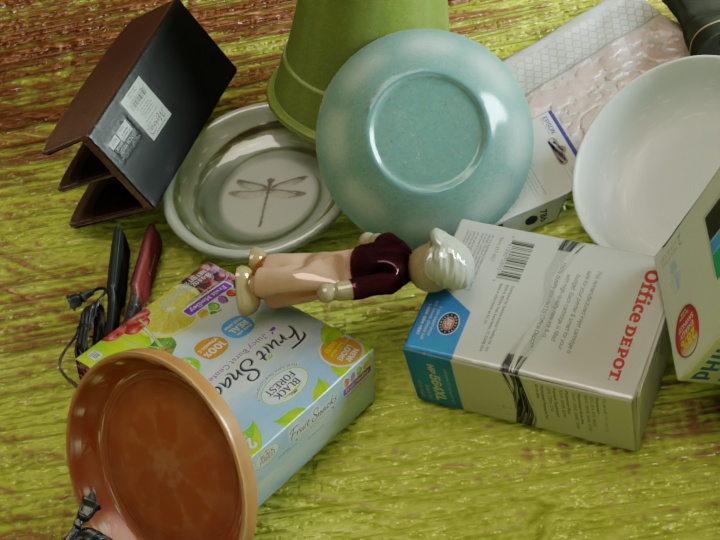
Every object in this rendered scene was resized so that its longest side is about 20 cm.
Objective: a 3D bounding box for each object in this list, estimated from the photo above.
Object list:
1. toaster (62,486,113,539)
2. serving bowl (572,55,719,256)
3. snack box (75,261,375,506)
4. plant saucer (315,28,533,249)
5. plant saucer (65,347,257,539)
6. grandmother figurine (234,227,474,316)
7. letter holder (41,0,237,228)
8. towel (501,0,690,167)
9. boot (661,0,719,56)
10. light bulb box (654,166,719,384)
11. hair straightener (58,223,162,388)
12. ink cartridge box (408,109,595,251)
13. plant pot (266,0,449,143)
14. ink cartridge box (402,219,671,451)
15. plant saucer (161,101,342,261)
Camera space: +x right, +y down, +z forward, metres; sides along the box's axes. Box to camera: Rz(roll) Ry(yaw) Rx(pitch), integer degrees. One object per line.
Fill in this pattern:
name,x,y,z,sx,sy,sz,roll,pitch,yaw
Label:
toaster,-0.189,0.304,1.034,0.180,0.119,0.200,29,66,30
serving bowl,0.287,-0.084,1.218,0.199,0.066,0.201,-19,55,29
snack box,-0.113,0.093,1.198,0.199,0.068,0.168,26,47,29
plant saucer,0.059,-0.120,1.250,0.199,0.039,0.203,0,87,-2
plant saucer,-0.157,0.159,1.116,0.199,0.202,0.032,25,25,30
grandmother figurine,0.000,0.000,1.178,0.198,0.061,0.122,-4,35,20
letter holder,-0.238,-0.154,1.399,0.141,0.101,0.201,-11,41,41
towel,0.245,-0.185,1.375,0.199,0.032,0.191,-31,51,-10
boot,0.401,-0.251,1.355,0.198,0.078,0.139,-1,38,-9
light bulb box,0.357,-0.008,1.050,0.198,0.199,0.126,7,53,-14
hair straightener,-0.240,0.043,1.318,0.076,0.041,0.201,-3,56,12
ink cartridge box,0.111,-0.070,1.309,0.199,0.039,0.100,-22,55,-3
plant pot,0.012,-0.246,1.344,0.198,0.191,0.201,4,39,-3
ink cartridge box,0.156,0.052,1.172,0.199,0.085,0.147,13,55,23
plant saucer,-0.092,-0.078,1.363,0.198,0.050,0.201,-8,50,9
